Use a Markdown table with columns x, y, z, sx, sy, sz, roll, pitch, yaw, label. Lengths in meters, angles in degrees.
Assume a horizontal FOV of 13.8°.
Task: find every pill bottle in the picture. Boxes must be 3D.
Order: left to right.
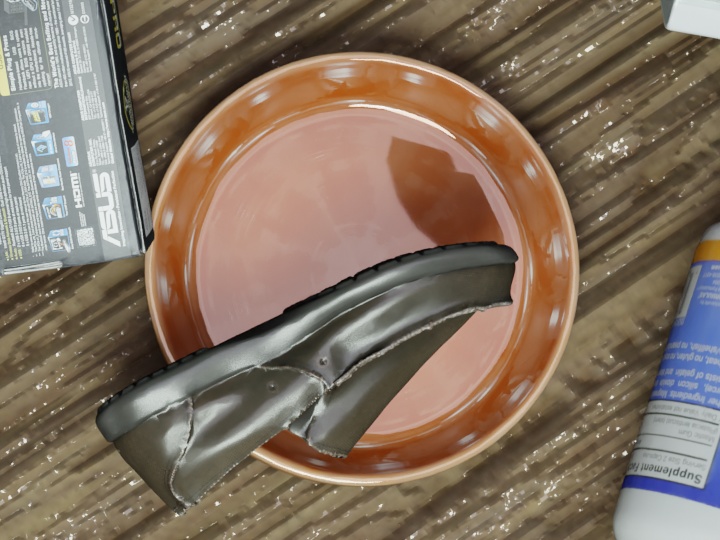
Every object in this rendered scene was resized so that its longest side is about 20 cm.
| x | y | z | sx | sy | sz | roll | pitch | yaw | label |
| --- | --- | --- | --- | --- | --- | --- | --- | --- | --- |
| 0.179 | 0.088 | 1.331 | 0.112 | 0.112 | 0.200 | 18 | 81 | -3 | pill bottle |

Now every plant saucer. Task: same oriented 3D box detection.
| x | y | z | sx | sy | sz | roll | pitch | yaw | label |
| --- | --- | --- | --- | --- | --- | --- | --- | --- | --- |
| 0.000 | 0.000 | 1.367 | 0.200 | 0.032 | 0.201 | 1 | 82 | -6 | plant saucer |

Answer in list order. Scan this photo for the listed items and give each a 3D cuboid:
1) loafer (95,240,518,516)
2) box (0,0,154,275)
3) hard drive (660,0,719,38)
| x | y | z | sx | sy | sz | roll | pitch | yaw | label |
| --- | --- | --- | --- | --- | --- | --- | --- | --- | --- |
| -0.015 | 0.047 | 1.313 | 0.200 | 0.073 | 0.071 | -25 | 91 | 0 | loafer |
| -0.185 | -0.095 | 1.313 | 0.161 | 0.049 | 0.200 | -9 | 100 | 3 | box |
| 0.236 | -0.131 | 1.366 | 0.200 | 0.132 | 0.026 | 10 | 120 | -5 | hard drive |
